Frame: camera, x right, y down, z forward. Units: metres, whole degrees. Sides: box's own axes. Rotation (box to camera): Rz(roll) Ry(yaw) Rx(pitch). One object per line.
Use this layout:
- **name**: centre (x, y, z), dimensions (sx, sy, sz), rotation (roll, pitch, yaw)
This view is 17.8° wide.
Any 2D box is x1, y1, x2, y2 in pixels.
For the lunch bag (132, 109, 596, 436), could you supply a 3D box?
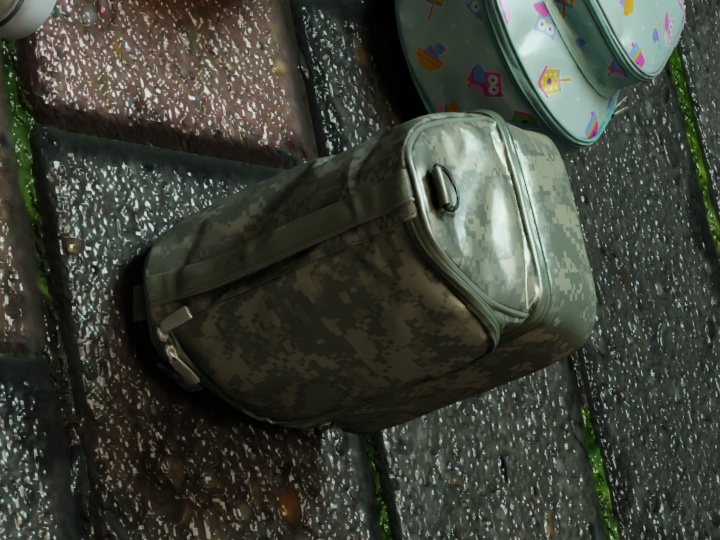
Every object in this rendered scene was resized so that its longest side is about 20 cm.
- **lunch bag**: centre (0.000, 0.000, 1.210), dimensions (0.167, 0.199, 0.141), rotation (17, 57, -53)

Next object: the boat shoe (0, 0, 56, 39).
- **boat shoe**: centre (-0.201, -0.215, 1.145), dimensions (0.086, 0.074, 0.204), rotation (19, 57, -49)

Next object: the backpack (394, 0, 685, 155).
- **backpack**: centre (0.114, -0.166, 1.494), dimensions (0.176, 0.152, 0.200), rotation (58, 42, -26)
